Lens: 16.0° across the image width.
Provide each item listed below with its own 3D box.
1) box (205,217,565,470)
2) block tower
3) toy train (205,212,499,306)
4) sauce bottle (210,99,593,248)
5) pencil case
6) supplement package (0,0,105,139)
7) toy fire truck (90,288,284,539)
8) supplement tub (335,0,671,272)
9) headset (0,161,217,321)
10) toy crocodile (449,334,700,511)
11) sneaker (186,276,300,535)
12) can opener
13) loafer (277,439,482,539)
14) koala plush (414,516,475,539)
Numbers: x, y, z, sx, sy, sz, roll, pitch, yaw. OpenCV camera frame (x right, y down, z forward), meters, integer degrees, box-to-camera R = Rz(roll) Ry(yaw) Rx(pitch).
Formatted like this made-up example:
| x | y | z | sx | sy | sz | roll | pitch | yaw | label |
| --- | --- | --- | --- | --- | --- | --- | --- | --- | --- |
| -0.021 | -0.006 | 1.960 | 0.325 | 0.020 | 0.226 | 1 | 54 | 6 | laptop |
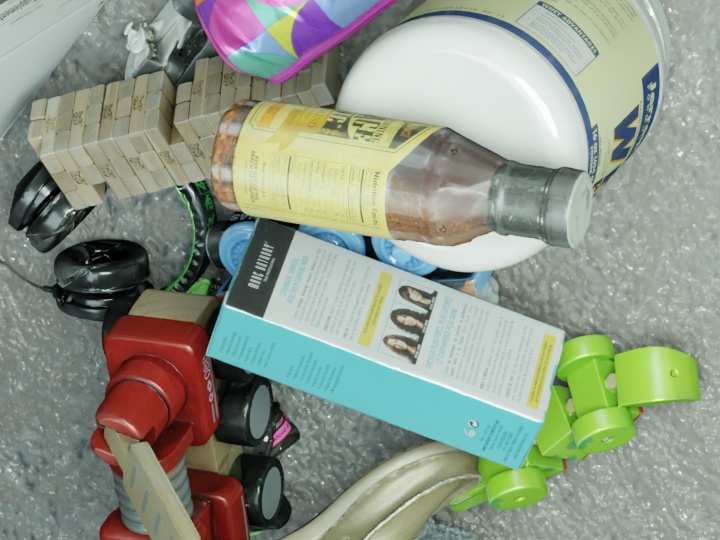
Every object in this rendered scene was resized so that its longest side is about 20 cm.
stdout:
| x | y | z | sx | sy | sz | roll | pitch | yaw | label |
| --- | --- | --- | --- | --- | --- | --- | --- | --- | --- |
| 0.016 | 0.044 | 1.518 | 0.200 | 0.082 | 0.049 | 21 | 134 | -1 | box |
| -0.104 | -0.092 | 1.585 | 0.200 | 0.054 | 0.058 | -13 | 137 | 17 | block tower |
| 0.000 | 0.000 | 1.599 | 0.200 | 0.087 | 0.114 | -4 | 121 | 25 | toy train |
| 0.022 | -0.047 | 1.333 | 0.200 | 0.066 | 0.066 | 10 | 117 | 20 | sauce bottle |
| -0.001 | -0.185 | 1.486 | 0.200 | 0.088 | 0.088 | -31 | 97 | 23 | pencil case |
| -0.277 | -0.130 | 1.626 | 0.111 | 0.156 | 0.200 | 43 | 124 | 1 | supplement package |
| -0.116 | 0.132 | 1.559 | 0.129 | 0.200 | 0.176 | 7 | 124 | 19 | toy fire truck |
| 0.086 | -0.099 | 1.434 | 0.145 | 0.200 | 0.145 | 11 | 118 | 22 | supplement tub |
| -0.191 | -0.014 | 1.676 | 0.200 | 0.094 | 0.124 | -24 | 101 | 26 | headset |
| 0.126 | 0.098 | 1.598 | 0.200 | 0.062 | 0.068 | -36 | 55 | 36 | toy crocodile |
| -0.082 | 0.090 | 1.692 | 0.084 | 0.077 | 0.200 | 3 | 124 | 17 | sneaker |
| -0.087 | -0.175 | 1.584 | 0.066 | 0.053 | 0.200 | 20 | 130 | -24 | can opener |
| -0.001 | 0.177 | 1.593 | 0.200 | 0.076 | 0.067 | -35 | 74 | 2 | loafer |
| 0.020 | 0.245 | 1.679 | 0.177 | 0.184 | 0.200 | 34 | 103 | -2 | koala plush |
